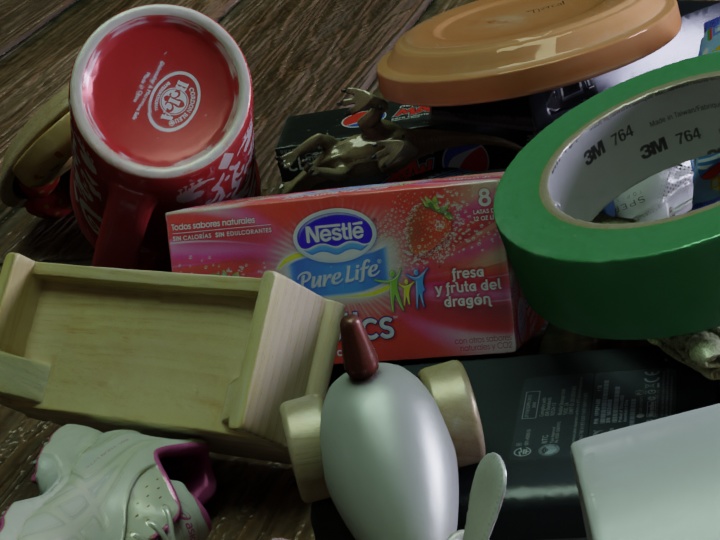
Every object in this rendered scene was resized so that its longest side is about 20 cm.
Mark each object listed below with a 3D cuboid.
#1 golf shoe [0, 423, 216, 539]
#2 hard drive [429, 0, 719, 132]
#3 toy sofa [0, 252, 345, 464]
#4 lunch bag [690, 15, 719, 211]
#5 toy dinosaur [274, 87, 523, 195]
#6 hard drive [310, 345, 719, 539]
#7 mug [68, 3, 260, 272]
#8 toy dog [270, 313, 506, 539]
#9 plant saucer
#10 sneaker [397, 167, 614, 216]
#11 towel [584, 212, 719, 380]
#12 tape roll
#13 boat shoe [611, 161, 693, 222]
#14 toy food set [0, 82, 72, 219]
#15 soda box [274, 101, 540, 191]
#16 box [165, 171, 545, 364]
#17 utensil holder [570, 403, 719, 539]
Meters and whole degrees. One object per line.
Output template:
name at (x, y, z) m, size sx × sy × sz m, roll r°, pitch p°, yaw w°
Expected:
golf shoe at (-0.121, 0.132, 0.757) m, size 0.090 × 0.076 × 0.201 m, roll -5°, pitch 26°, yaw 8°
hard drive at (0.155, -0.144, 1.090) m, size 0.199 × 0.043 × 0.134 m, roll -23°, pitch 20°, yaw -28°
toy sofa at (-0.103, 0.047, 0.859) m, size 0.198 × 0.084 × 0.097 m, roll 3°, pitch -16°, yaw 34°
lunch bag at (0.273, -0.098, 0.907) m, size 0.198 × 0.094 × 0.152 m, roll -14°, pitch 49°, yaw 30°
toy dinosaur at (0.017, -0.083, 1.071) m, size 0.198 × 0.059 × 0.101 m, roll -14°, pitch -14°, yaw 11°
hard drive at (0.084, 0.086, 0.802) m, size 0.198 × 0.033 × 0.140 m, roll -5°, pitch 26°, yaw 15°
mug at (-0.121, -0.061, 1.015) m, size 0.132 × 0.180 × 0.200 m, roll -8°, pitch -13°, yaw -9°
toy dog at (0.018, 0.095, 0.688) m, size 0.131 × 0.097 × 0.200 m, roll -30°, pitch 40°, yaw -14°
plant saucer at (0.106, -0.153, 1.032) m, size 0.198 × 0.033 × 0.201 m, roll -12°, pitch 19°, yaw 4°
sneaker at (0.076, -0.038, 1.009) m, size 0.198 × 0.071 × 0.078 m, roll -6°, pitch 24°, yaw 34°
towel at (0.195, 0.015, 0.838) m, size 0.147 × 0.037 × 0.200 m, roll 7°, pitch 16°, yaw -20°
tape roll at (0.167, -0.044, 0.804) m, size 0.198 × 0.048 × 0.201 m, roll -21°, pitch 27°, yaw 11°
boat shoe at (0.223, -0.061, 1.017) m, size 0.199 × 0.070 × 0.071 m, roll -20°, pitch -2°, yaw -36°
toy food set at (-0.190, -0.107, 1.225) m, size 0.197 × 0.049 × 0.200 m, roll -35°, pitch -8°, yaw -27°
soda box at (0.043, -0.086, 1.153) m, size 0.198 × 0.064 × 0.071 m, roll -7°, pitch 24°, yaw 10°
box at (0.000, 0.000, 0.922) m, size 0.198 × 0.096 × 0.103 m, roll -5°, pitch 5°, yaw 18°
utensil holder at (0.183, 0.116, 0.535) m, size 0.198 × 0.172 × 0.170 m, roll -13°, pitch 24°, yaw 5°
